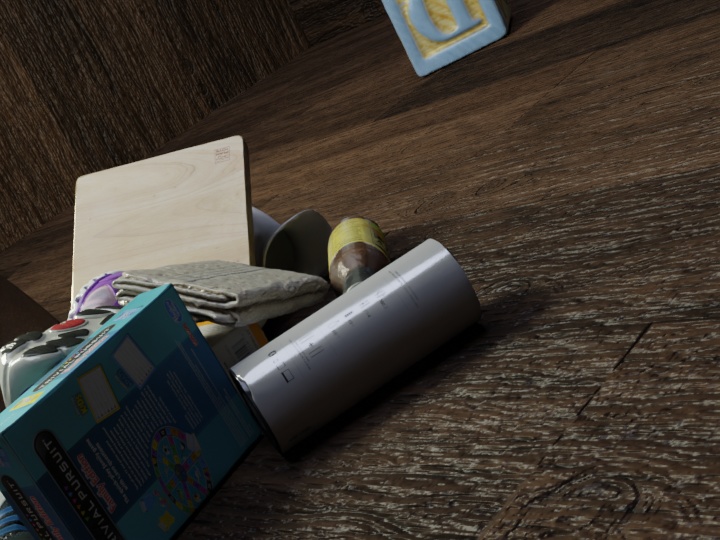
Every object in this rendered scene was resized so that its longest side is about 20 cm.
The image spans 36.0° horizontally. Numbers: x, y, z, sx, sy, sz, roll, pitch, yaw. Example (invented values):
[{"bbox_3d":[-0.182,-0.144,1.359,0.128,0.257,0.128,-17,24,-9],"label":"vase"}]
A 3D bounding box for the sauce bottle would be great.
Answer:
[{"bbox_3d":[0.000,0.000,1.092,0.064,0.065,0.200,-27,18,7],"label":"sauce bottle"}]

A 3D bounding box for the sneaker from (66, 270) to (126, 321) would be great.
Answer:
[{"bbox_3d":[-0.237,0.065,1.027,0.088,0.081,0.200,-14,24,30],"label":"sneaker"}]

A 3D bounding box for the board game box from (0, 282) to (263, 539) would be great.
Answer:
[{"bbox_3d":[-0.178,0.128,0.847,0.047,0.152,0.200,-16,20,39],"label":"board game box"}]

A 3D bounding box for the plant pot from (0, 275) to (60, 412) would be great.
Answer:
[{"bbox_3d":[-0.344,0.110,1.096,0.186,0.201,0.187,-26,16,8],"label":"plant pot"}]

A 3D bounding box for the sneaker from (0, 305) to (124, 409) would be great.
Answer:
[{"bbox_3d":[-0.221,0.081,0.929,0.080,0.084,0.199,9,18,33],"label":"sneaker"}]

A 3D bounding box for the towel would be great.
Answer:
[{"bbox_3d":[-0.122,0.019,1.001,0.131,0.035,0.200,10,8,21],"label":"towel"}]

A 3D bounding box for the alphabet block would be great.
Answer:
[{"bbox_3d":[0.167,-0.517,2.136,0.195,0.197,0.200,-22,17,18],"label":"alphabet block"}]

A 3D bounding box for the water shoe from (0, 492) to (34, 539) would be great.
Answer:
[{"bbox_3d":[-0.271,0.232,0.884,0.078,0.072,0.200,2,19,5],"label":"water shoe"}]

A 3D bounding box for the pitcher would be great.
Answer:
[{"bbox_3d":[-0.145,0.002,1.269,0.199,0.122,0.172,6,52,45],"label":"pitcher"}]

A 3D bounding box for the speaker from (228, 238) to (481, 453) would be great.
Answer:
[{"bbox_3d":[-0.002,0.058,0.887,0.199,0.082,0.081,-33,17,-12],"label":"speaker"}]

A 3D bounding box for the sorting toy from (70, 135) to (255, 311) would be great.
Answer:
[{"bbox_3d":[-0.204,-0.024,1.193,0.198,0.070,0.201,-13,59,10],"label":"sorting toy"}]

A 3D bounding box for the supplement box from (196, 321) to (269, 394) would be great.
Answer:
[{"bbox_3d":[-0.179,0.126,0.992,0.125,0.074,0.200,-11,23,49],"label":"supplement box"}]
